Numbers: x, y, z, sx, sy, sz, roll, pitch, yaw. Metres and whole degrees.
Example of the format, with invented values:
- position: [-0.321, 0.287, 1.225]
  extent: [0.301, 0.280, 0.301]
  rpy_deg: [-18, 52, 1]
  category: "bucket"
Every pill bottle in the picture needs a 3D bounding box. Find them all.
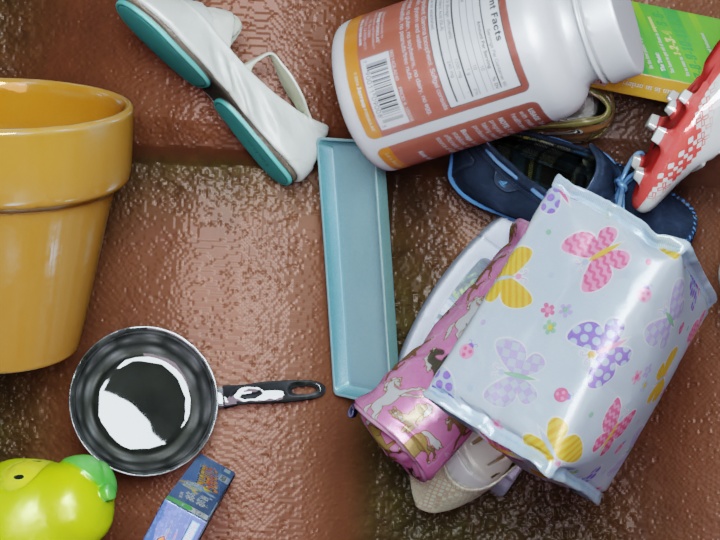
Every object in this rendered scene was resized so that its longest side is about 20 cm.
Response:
- position: [0.089, -0.148, 1.007]
  extent: [0.198, 0.112, 0.113]
  rpy_deg: [-15, 91, 21]
  category: "pill bottle"

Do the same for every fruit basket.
- position: [-0.274, 0.193, 1.045]
  extent: [0.155, 0.216, 0.217]
  rpy_deg: [32, 91, 0]
  category: "fruit basket"

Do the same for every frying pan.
- position: [-0.134, 0.086, 1.127]
  extent: [0.189, 0.031, 0.116]
  rpy_deg: [-25, 81, -20]
  category: "frying pan"

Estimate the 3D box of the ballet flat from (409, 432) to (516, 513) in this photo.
- position: [0.113, 0.109, 1.076]
  extent: [0.199, 0.062, 0.068]
  rpy_deg: [-39, 91, 2]
  category: "ballet flat"

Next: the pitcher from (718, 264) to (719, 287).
- position: [0.345, 0.063, 1.089]
  extent: [0.200, 0.121, 0.171]
  rpy_deg: [44, 107, -11]
  category: "pitcher"

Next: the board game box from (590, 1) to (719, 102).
- position: [0.222, -0.164, 1.091]
  extent: [0.198, 0.096, 0.030]
  rpy_deg: [13, 133, -1]
  category: "board game box"

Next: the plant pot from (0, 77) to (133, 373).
- position: [-0.266, -0.032, 1.057]
  extent: [0.198, 0.200, 0.185]
  rpy_deg: [3, 106, 0]
  category: "plant pot"

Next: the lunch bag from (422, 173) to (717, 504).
- position: [0.144, 0.055, 0.958]
  extent: [0.127, 0.200, 0.171]
  rpy_deg: [31, 88, 28]
  category: "lunch bag"

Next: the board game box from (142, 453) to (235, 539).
- position: [-0.144, 0.213, 1.046]
  extent: [0.034, 0.200, 0.136]
  rpy_deg: [28, 92, 0]
  category: "board game box"

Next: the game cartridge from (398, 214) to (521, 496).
- position: [0.109, 0.055, 1.123]
  extent: [0.132, 0.041, 0.201]
  rpy_deg: [32, 91, 4]
  category: "game cartridge"

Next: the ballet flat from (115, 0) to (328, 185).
- position: [-0.098, -0.152, 1.093]
  extent: [0.069, 0.069, 0.200]
  rpy_deg: [-43, 111, 1]
  category: "ballet flat"

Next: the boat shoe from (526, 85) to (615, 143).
- position: [0.095, -0.142, 1.101]
  extent: [0.198, 0.068, 0.073]
  rpy_deg: [7, 93, 1]
  category: "boat shoe"

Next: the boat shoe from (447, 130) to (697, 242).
- position: [0.164, -0.055, 1.084]
  extent: [0.198, 0.069, 0.085]
  rpy_deg: [12, 62, -12]
  category: "boat shoe"

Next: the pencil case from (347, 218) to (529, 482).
- position: [0.083, 0.056, 1.051]
  extent: [0.200, 0.083, 0.086]
  rpy_deg: [-47, 54, -7]
  category: "pencil case"

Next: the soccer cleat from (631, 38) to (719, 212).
- position: [0.264, -0.116, 1.020]
  extent: [0.085, 0.069, 0.201]
  rpy_deg: [31, 106, -3]
  category: "soccer cleat"

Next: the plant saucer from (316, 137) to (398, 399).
- position: [0.000, 0.000, 1.099]
  extent: [0.019, 0.070, 0.202]
  rpy_deg: [-13, 104, -39]
  category: "plant saucer"
